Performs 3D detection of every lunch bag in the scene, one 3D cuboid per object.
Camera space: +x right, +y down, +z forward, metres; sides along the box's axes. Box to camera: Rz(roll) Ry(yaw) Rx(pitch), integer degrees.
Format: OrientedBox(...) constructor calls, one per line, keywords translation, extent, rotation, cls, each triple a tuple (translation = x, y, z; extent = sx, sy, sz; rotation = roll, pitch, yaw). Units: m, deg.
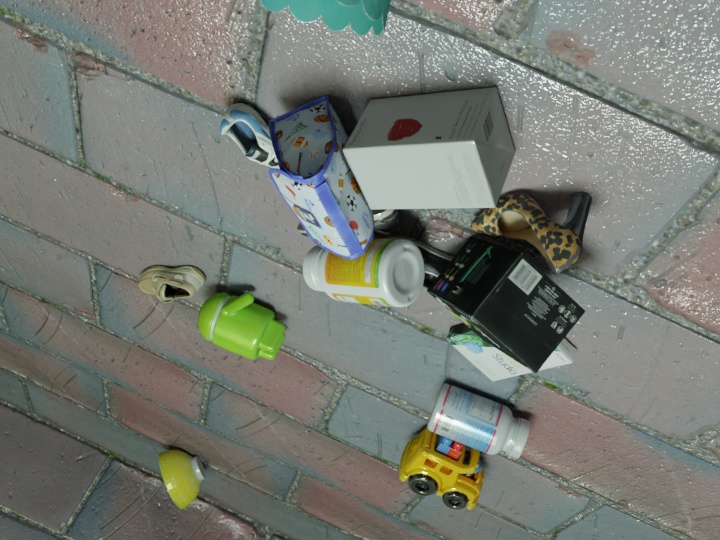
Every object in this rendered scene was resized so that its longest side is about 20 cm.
OrientedBox(translation=(-0.055, -0.131, 1.161), extent=(0.124, 0.200, 0.170), rotation=(-25, 131, 6), cls="lunch bag")

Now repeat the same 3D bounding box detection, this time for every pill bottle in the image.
OrientedBox(translation=(0.000, 0.000, 1.322), extent=(0.200, 0.111, 0.111), rotation=(4, 140, 41), cls="pill bottle")
OrientedBox(translation=(0.250, 0.321, 1.638), extent=(0.199, 0.109, 0.109), rotation=(21, 144, 8), cls="pill bottle")

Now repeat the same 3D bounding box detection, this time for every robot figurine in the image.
OrientedBox(translation=(-0.265, 0.120, 1.696), extent=(0.199, 0.116, 0.176), rotation=(22, 152, 7), cls="robot figurine")

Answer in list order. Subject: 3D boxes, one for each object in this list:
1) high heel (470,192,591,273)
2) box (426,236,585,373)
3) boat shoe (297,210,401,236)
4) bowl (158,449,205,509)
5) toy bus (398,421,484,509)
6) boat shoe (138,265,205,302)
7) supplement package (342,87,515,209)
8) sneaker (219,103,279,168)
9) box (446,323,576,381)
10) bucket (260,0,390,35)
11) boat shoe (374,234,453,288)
OrientedBox(translation=(0.236, -0.047, 1.153), extent=(0.200, 0.143, 0.071), rotation=(-8, 133, 38), cls="high heel")
OrientedBox(translation=(0.222, 0.047, 1.223), extent=(0.148, 0.124, 0.200), rotation=(40, 177, -17), cls="box")
OrientedBox(translation=(-0.020, -0.076, 1.337), extent=(0.199, 0.073, 0.063), rotation=(-8, 129, 32), cls="boat shoe")
OrientedBox(translation=(-0.578, 0.675, 2.573), extent=(0.107, 0.200, 0.200), rotation=(-23, 136, -5), cls="bowl")
OrientedBox(translation=(0.216, 0.436, 1.806), extent=(0.200, 0.136, 0.192), rotation=(26, 129, -3), cls="toy bus")
OrientedBox(translation=(-0.434, 0.035, 1.736), extent=(0.200, 0.065, 0.072), rotation=(-4, 135, 35), cls="boat shoe")
OrientedBox(translation=(0.099, -0.169, 1.103), extent=(0.199, 0.121, 0.120), rotation=(1, 138, 30), cls="supplement package")
OrientedBox(translation=(-0.144, -0.191, 1.270), extent=(0.200, 0.073, 0.072), rotation=(36, 142, -15), cls="sneaker")
OrientedBox(translation=(0.279, 0.138, 1.453), extent=(0.144, 0.036, 0.200), rotation=(41, 141, -21), cls="box")
OrientedBox(translation=(-0.046, -0.360, 0.872), extent=(0.207, 0.135, 0.207), rotation=(16, -172, -2), cls="bucket")
OrientedBox(translation=(0.097, -0.007, 1.361), extent=(0.199, 0.062, 0.075), rotation=(21, 146, 9), cls="boat shoe")
